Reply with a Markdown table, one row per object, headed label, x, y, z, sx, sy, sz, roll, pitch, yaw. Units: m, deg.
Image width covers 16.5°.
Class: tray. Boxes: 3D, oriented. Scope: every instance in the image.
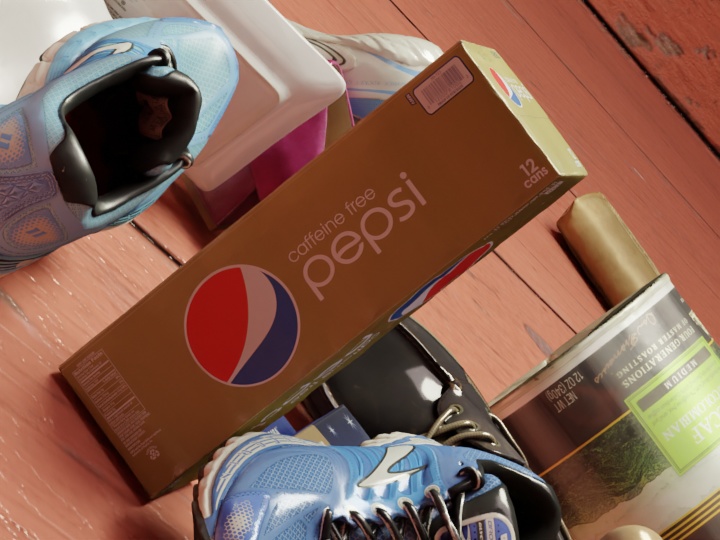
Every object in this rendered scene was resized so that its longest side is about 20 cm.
| label | x | y | z | sx | sy | sz | roll | pitch | yaw |
| --- | --- | --- | --- | --- | --- | --- | --- | --- | --- |
| tray | -0.110 | -0.123 | 1.140 | 0.200 | 0.107 | 0.022 | 44 | 37 | -17 |

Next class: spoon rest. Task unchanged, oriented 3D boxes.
| label | x | y | z | sx | sy | sz | roll | pitch | yaw |
| --- | --- | --- | --- | --- | --- | --- | --- | --- | --- |
| spoon rest | -0.138 | -0.086 | 1.048 | 0.099 | 0.061 | 0.200 | 51 | 12 | -5 |

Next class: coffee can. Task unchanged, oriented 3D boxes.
| label | x | y | z | sx | sy | sz | roll | pitch | yaw |
| --- | --- | --- | --- | --- | --- | --- | --- | --- | --- |
| coffee can | 0.172 | 0.124 | 1.385 | 0.200 | 0.146 | 0.146 | 53 | 13 | 3 |

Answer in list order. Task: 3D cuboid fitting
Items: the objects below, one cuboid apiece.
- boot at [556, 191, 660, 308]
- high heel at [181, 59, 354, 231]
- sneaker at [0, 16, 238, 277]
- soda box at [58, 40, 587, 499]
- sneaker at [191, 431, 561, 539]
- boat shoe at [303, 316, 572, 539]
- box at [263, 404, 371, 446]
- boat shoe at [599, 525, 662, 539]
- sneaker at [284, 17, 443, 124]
| label | x | y | z | sx | sy | sz | roll | pitch | yaw |
| --- | --- | --- | --- | --- | --- | --- | --- | --- | --- |
| boot | 0.228 | 0.024 | 2.037 | 0.200 | 0.066 | 0.175 | 57 | 1 | 16 |
| high heel | 0.000 | 0.000 | 1.200 | 0.200 | 0.096 | 0.067 | 59 | 23 | 13 |
| sneaker | -0.088 | -0.050 | 0.947 | 0.200 | 0.090 | 0.079 | -46 | 118 | -58 |
| soda box | -0.014 | 0.000 | 0.938 | 0.064 | 0.200 | 0.068 | 54 | 13 | 7 |
| sneaker | 0.010 | 0.095 | 0.927 | 0.200 | 0.089 | 0.079 | -9 | 96 | -56 |
| boat shoe | 0.044 | 0.087 | 1.150 | 0.200 | 0.074 | 0.073 | 49 | -12 | -13 |
| box | 0.008 | 0.127 | 1.062 | 0.200 | 0.032 | 0.121 | 53 | 13 | 3 |
| boat shoe | 0.123 | 0.174 | 1.100 | 0.200 | 0.071 | 0.065 | 90 | -6 | -61 |
| sneaker | -0.046 | -0.100 | 1.270 | 0.199 | 0.073 | 0.072 | 16 | 3 | 32 |
